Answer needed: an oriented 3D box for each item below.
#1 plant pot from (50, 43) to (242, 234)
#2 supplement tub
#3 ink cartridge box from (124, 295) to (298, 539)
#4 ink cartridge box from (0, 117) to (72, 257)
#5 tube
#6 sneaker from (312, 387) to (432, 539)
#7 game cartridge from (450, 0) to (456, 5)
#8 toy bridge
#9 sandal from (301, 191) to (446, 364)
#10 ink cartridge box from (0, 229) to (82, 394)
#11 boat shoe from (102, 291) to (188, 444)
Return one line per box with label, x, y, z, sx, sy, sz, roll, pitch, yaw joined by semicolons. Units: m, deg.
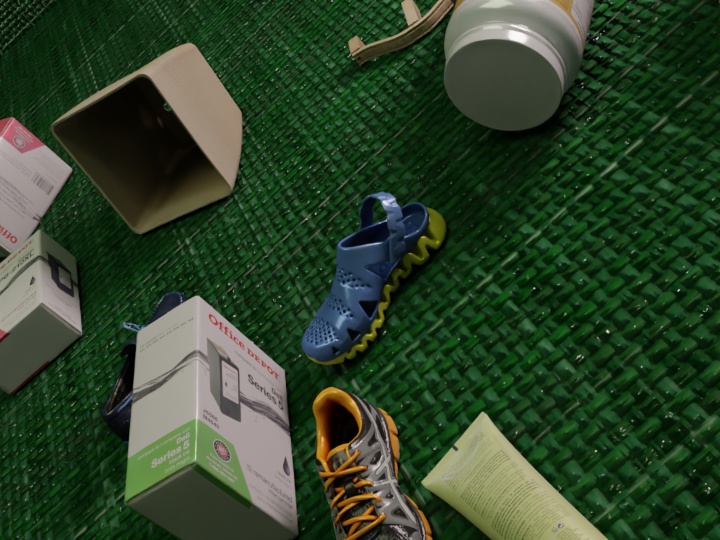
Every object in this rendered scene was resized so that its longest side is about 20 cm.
plant pot;-0.284;-0.209;1.278;0.197;0.201;0.179;-19;32;29
supplement tub;0.168;-0.262;0.923;0.142;0.145;0.203;-8;50;38
ink cartridge box;-0.137;0.147;0.822;0.083;0.146;0.202;-30;39;16
ink cartridge box;-0.635;-0.146;1.576;0.082;0.147;0.202;-3;52;42
tube;0.119;0.176;0.638;0.057;0.053;0.200;-10;23;-25
sneaker;-0.001;0.180;0.719;0.078;0.077;0.201;-33;39;11
game cartridge;0.156;-0.396;1.050;0.129;0.039;0.200;-41;-8;0
toy bridge;0.073;-0.338;1.183;0.198;0.027;0.068;-30;41;19
sandal;0.000;0.000;0.883;0.079;0.087;0.202;19;71;48
ink cartridge box;-0.492;0.056;1.299;0.144;0.084;0.201;-38;37;7
boat shoe;-0.243;0.100;1.032;0.083;0.069;0.203;-22;42;27
